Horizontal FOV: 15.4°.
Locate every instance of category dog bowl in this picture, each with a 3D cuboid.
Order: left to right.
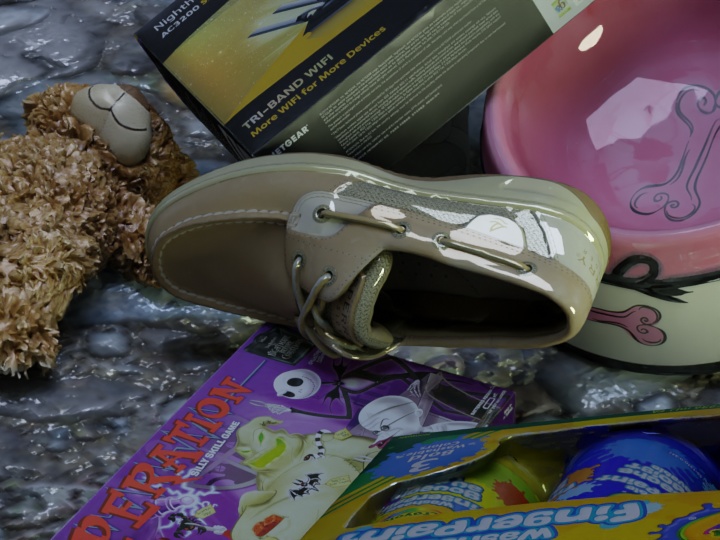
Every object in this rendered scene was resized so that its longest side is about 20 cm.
[{"bbox_3d":[0.140,-0.058,1.151,0.199,0.074,0.201,-9,52,12],"label":"dog bowl"}]

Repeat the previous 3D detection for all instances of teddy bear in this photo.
[{"bbox_3d":[-0.142,-0.025,1.182,0.145,0.067,0.200,28,43,33],"label":"teddy bear"}]

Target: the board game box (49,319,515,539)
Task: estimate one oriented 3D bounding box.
[{"bbox_3d":[-0.034,0.093,1.036,0.119,0.032,0.200,11,35,26],"label":"board game box"}]

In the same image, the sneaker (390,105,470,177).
[{"bbox_3d":[0.017,-0.085,1.257,0.076,0.081,0.200,2,34,1],"label":"sneaker"}]

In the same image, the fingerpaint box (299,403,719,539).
[{"bbox_3d":[0.085,0.102,0.892,0.199,0.074,0.167,-7,12,19],"label":"fingerpaint box"}]

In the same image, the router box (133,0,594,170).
[{"bbox_3d":[0.012,-0.124,1.190,0.200,0.052,0.157,-39,34,-4],"label":"router box"}]

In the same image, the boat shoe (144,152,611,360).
[{"bbox_3d":[0.000,0.000,1.088,0.199,0.072,0.065,3,40,17],"label":"boat shoe"}]
